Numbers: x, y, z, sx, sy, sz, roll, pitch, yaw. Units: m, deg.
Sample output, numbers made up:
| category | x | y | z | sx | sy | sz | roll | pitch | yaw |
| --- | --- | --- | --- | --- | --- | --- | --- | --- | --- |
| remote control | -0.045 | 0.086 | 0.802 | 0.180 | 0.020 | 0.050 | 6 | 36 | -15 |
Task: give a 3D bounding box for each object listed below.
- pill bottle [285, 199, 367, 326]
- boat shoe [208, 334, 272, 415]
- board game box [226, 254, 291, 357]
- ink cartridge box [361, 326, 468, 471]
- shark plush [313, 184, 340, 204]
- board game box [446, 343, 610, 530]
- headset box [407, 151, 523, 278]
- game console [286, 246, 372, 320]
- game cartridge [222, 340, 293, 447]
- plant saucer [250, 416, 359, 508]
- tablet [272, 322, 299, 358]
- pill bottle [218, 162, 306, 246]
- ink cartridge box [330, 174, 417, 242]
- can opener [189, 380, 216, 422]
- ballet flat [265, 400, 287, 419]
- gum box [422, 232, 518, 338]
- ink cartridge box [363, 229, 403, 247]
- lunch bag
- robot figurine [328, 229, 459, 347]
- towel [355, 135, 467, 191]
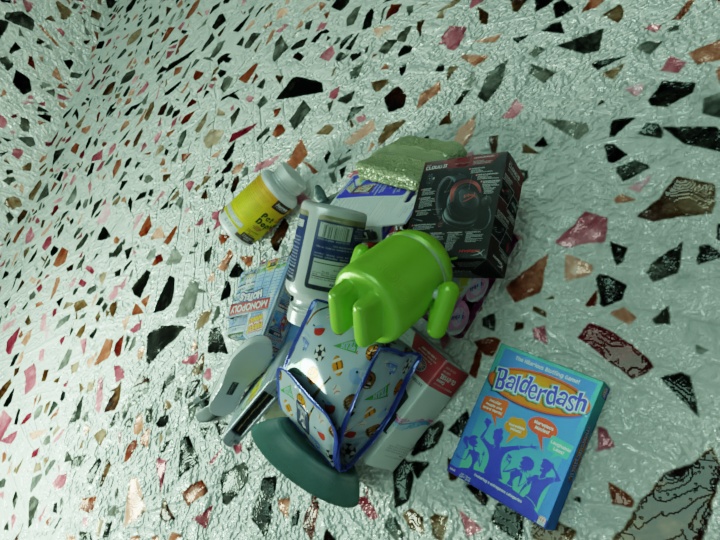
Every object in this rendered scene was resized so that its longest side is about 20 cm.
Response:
| category | x | y | z | sx | sy | sz | roll | pitch | yaw |
| --- | --- | --- | --- | --- | --- | --- | --- | --- | --- |
| pill bottle | -0.062 | -0.008 | 0.876 | 0.111 | 0.111 | 0.201 | 20 | 101 | 42 |
| boat shoe | -0.233 | 0.188 | 1.013 | 0.200 | 0.071 | 0.070 | -57 | 31 | 23 |
| board game box | -0.209 | 0.084 | 1.108 | 0.200 | 0.062 | 0.200 | -12 | 58 | 37 |
| ink cartridge box | 0.050 | 0.193 | 0.850 | 0.200 | 0.083 | 0.146 | -53 | 47 | 2 |
| shark plush | -0.060 | -0.108 | 1.067 | 0.083 | 0.091 | 0.200 | 0 | 31 | 10 |
| board game box | 0.228 | 0.220 | 0.727 | 0.152 | 0.045 | 0.200 | 18 | 77 | 41 |
| headset box | 0.163 | -0.093 | 0.829 | 0.148 | 0.075 | 0.201 | 0 | 66 | 38 |
| game console | -0.030 | 0.036 | 0.937 | 0.199 | 0.031 | 0.177 | 17 | 96 | 22 |
| game cartridge | -0.179 | 0.222 | 0.976 | 0.200 | 0.040 | 0.133 | -50 | 7 | 26 |
| plant saucer | -0.075 | 0.283 | 0.817 | 0.200 | 0.200 | 0.036 | 31 | 87 | 43 |
| tablet | -0.096 | 0.175 | 1.017 | 0.200 | 0.014 | 0.130 | 19 | 80 | 42 |
| pill bottle | -0.223 | -0.156 | 1.223 | 0.200 | 0.109 | 0.109 | -40 | 49 | 14 |
| ink cartridge box | 0.035 | -0.123 | 0.995 | 0.199 | 0.043 | 0.198 | 0 | 39 | 32 |
| can opener | -0.271 | 0.250 | 1.096 | 0.200 | 0.053 | 0.067 | -32 | 83 | 19 |
| ballet flat | -0.093 | 0.212 | 0.945 | 0.200 | 0.069 | 0.069 | -50 | 47 | 10 |
| gum box | 0.157 | 0.004 | 0.879 | 0.113 | 0.066 | 0.200 | 27 | 84 | 43 |
| ink cartridge box | 0.000 | 0.000 | 1.000 | 0.200 | 0.067 | 0.116 | -33 | 52 | 18 |
| lunch bag | -0.035 | 0.169 | 0.792 | 0.170 | 0.124 | 0.200 | 33 | 100 | 44 |
| robot figurine | 0.046 | 0.018 | 0.717 | 0.175 | 0.116 | 0.200 | 22 | 43 | 35 |
| towel | 0.091 | -0.212 | 1.017 | 0.148 | 0.037 | 0.200 | -37 | 36 | -19 |
